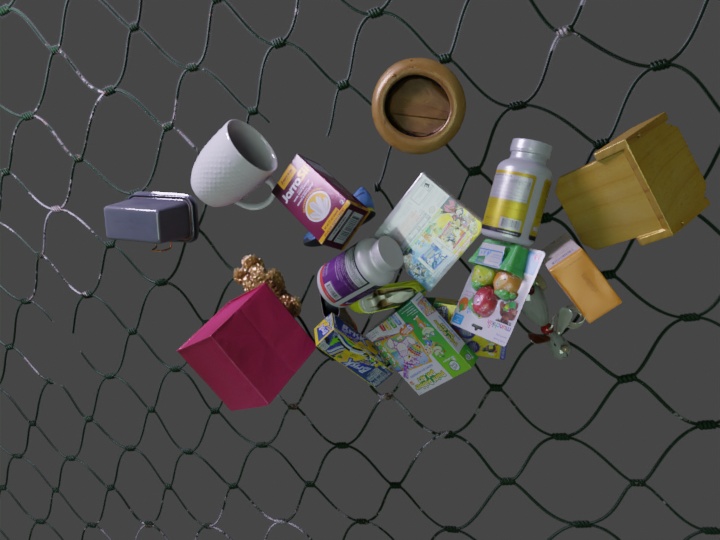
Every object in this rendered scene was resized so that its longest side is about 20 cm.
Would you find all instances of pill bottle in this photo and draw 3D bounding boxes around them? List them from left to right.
[{"bbox_3d":[0.000,0.000,1.180,0.199,0.112,0.113,-31,95,40],"label":"pill bottle"},{"bbox_3d":[0.322,-0.158,1.069,0.111,0.112,0.202,15,98,11],"label":"pill bottle"}]

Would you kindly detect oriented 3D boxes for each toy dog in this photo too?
[{"bbox_3d":[0.386,0.091,1.110,0.199,0.096,0.132,36,87,4],"label":"toy dog"}]

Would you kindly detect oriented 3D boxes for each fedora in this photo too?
[{"bbox_3d":[0.125,-0.340,1.100,0.199,0.082,0.202,5,104,20],"label":"fedora"}]

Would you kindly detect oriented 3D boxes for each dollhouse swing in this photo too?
[{"bbox_3d":[0.534,-0.164,1.055,0.181,0.176,0.201,-32,95,-21],"label":"dollhouse swing"}]

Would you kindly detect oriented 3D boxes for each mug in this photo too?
[{"bbox_3d":[-0.285,-0.219,1.227,0.175,0.148,0.200,-35,123,26],"label":"mug"}]

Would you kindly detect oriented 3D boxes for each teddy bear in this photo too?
[{"bbox_3d":[-0.237,0.052,1.312,0.144,0.067,0.201,-29,94,23],"label":"teddy bear"}]

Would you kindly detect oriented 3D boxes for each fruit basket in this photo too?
[{"bbox_3d":[0.271,0.037,1.088,0.093,0.185,0.201,30,86,-28],"label":"fruit basket"}]

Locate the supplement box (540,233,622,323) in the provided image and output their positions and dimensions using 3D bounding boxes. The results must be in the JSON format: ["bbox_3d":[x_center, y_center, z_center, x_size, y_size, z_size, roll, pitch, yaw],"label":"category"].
[{"bbox_3d":[0.426,0.009,1.042,0.073,0.200,0.126,-38,91,17],"label":"supplement box"}]

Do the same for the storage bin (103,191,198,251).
[{"bbox_3d":[-0.529,-0.114,1.316,0.198,0.134,0.147,6,106,15],"label":"storage bin"}]

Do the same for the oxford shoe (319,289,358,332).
[{"bbox_3d":[-0.059,0.126,1.277,0.071,0.073,0.201,-17,99,19],"label":"oxford shoe"}]

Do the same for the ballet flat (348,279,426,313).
[{"bbox_3d":[0.055,0.064,1.232,0.198,0.067,0.067,-12,101,19],"label":"ballet flat"}]

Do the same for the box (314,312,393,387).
[{"bbox_3d":[-0.015,0.189,1.239,0.064,0.070,0.200,-42,117,15],"label":"box"}]

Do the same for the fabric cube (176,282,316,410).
[{"bbox_3d":[-0.264,0.182,1.239,0.196,0.200,0.200,-24,108,48],"label":"fabric cube"}]

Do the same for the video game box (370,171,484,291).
[{"bbox_3d":[0.150,-0.086,1.178,0.182,0.047,0.200,41,111,5],"label":"video game box"}]

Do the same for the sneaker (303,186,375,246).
[{"bbox_3d":[-0.056,-0.123,1.225,0.199,0.066,0.079,-29,71,25],"label":"sneaker"}]

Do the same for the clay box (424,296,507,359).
[{"bbox_3d":[0.237,0.130,1.209,0.198,0.048,0.116,6,106,14],"label":"clay box"}]

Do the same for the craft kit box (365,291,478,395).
[{"bbox_3d":[0.135,0.173,1.208,0.198,0.049,0.200,46,137,0],"label":"craft kit box"}]

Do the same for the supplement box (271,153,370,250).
[{"bbox_3d":[-0.090,-0.151,1.161,0.200,0.085,0.111,45,106,29],"label":"supplement box"}]
